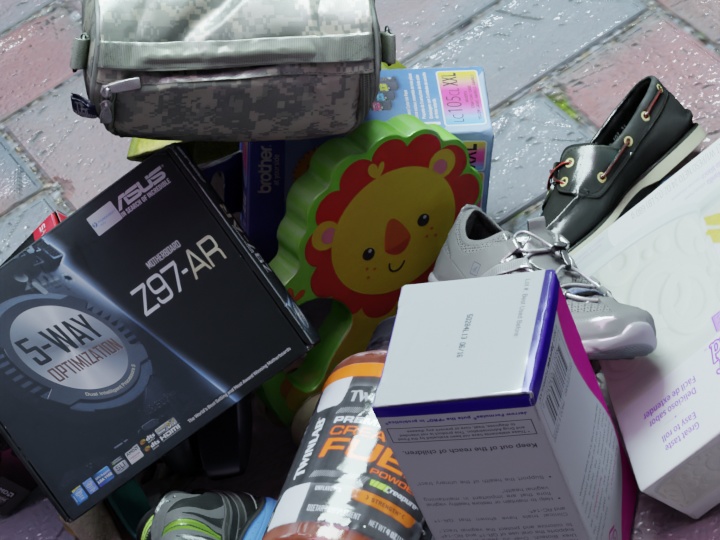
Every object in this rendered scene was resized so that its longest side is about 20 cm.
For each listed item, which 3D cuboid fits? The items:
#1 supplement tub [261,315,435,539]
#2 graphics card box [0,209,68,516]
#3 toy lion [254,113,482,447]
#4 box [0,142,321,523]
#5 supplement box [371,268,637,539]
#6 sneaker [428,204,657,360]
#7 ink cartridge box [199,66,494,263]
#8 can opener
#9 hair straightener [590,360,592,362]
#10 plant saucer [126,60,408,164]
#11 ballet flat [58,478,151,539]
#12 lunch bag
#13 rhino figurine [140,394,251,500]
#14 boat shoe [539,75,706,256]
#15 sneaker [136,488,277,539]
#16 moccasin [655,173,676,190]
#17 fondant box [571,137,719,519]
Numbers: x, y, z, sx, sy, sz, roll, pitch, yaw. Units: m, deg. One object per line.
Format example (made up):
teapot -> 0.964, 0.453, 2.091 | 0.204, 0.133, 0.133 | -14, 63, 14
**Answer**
supplement tub -> 0.011, 0.125, 1.678 | 0.107, 0.107, 0.200 | 0, 49, 26
graphics card box -> -0.224, 0.066, 1.795 | 0.200, 0.125, 0.051 | -43, 39, 16
toy lion -> 0.000, 0.000, 1.755 | 0.200, 0.192, 0.069 | -37, 42, -13
box -> -0.151, 0.039, 1.694 | 0.200, 0.160, 0.044 | -35, 0, 7
supplement box -> 0.091, 0.107, 1.593 | 0.103, 0.200, 0.101 | -6, 43, 22
sneaker -> 0.110, 0.008, 1.674 | 0.075, 0.082, 0.200 | 2, 11, -40
ink cartridge box -> -0.014, -0.065, 1.830 | 0.200, 0.137, 0.076 | -1, 41, -4
can opener -> -0.114, 0.039, 1.749 | 0.079, 0.063, 0.200 | -6, 87, 7
hair straightener -> 0.131, 0.030, 1.776 | 0.077, 0.041, 0.200 | 12, 52, 34
plant saucer -> -0.062, -0.128, 1.937 | 0.200, 0.048, 0.200 | -16, -2, 9
ballet flat -> -0.147, 0.203, 1.726 | 0.062, 0.067, 0.200 | -52, 36, 13
lunch bag -> -0.084, -0.150, 1.683 | 0.200, 0.140, 0.168 | -2, 13, -5
rhino figurine -> -0.123, 0.077, 1.835 | 0.087, 0.060, 0.200 | -5, 52, 14
boat shoe -> 0.155, -0.056, 1.820 | 0.201, 0.063, 0.074 | -44, 8, -26
sneaker -> -0.107, 0.184, 1.649 | 0.083, 0.071, 0.200 | 15, 16, 9
moccasin -> 0.294, -0.041, 1.751 | 0.200, 0.081, 0.068 | 7, 37, 27
fondant box -> 0.220, 0.033, 1.658 | 0.144, 0.058, 0.200 | -40, 42, 26
